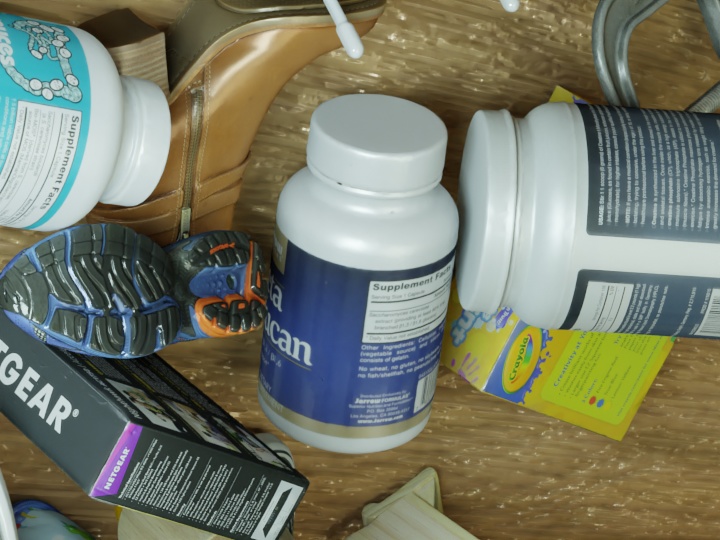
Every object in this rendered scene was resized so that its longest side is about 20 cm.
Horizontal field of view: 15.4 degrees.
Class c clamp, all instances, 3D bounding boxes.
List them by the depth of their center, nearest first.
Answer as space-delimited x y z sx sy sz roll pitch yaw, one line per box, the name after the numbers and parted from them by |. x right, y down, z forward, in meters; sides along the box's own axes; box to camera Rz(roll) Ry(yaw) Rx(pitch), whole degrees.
0.218 -0.128 1.749 0.200 0.027 0.172 -30 110 -48 | c clamp

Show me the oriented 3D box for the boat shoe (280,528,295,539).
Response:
-0.094 0.151 1.660 0.063 0.073 0.200 -36 111 0 | boat shoe

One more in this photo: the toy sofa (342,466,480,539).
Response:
0.080 0.228 1.800 0.097 0.200 0.083 -36 136 -27 | toy sofa

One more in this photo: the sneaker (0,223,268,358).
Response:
-0.133 0.018 1.473 0.200 0.078 0.076 5 73 -56 | sneaker

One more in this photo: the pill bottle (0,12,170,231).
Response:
-0.201 -0.081 1.394 0.199 0.111 0.111 8 111 -35 | pill bottle

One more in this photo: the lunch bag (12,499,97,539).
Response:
-0.213 0.255 1.643 0.200 0.082 0.161 -52 136 -6 | lunch bag

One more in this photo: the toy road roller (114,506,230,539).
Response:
-0.116 0.231 1.575 0.145 0.123 0.201 -26 125 -25 | toy road roller

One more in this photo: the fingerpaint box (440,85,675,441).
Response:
0.154 -0.003 1.804 0.166 0.073 0.201 20 100 -47 | fingerpaint box

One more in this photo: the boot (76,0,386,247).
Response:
-0.075 -0.085 1.544 0.199 0.077 0.156 -21 127 -27 | boot

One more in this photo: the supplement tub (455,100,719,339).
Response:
0.165 -0.031 1.639 0.199 0.141 0.141 4 119 -7 | supplement tub

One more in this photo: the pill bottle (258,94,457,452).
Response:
0.000 0.000 1.632 0.111 0.111 0.201 -14 125 -34 | pill bottle

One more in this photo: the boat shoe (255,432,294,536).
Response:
-0.070 0.205 1.748 0.073 0.068 0.200 -3 118 -40 | boat shoe

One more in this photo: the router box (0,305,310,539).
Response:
-0.142 0.075 1.502 0.149 0.200 0.051 24 98 -46 | router box

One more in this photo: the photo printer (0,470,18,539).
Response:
-0.273 0.140 1.425 0.069 0.199 0.167 -49 142 -54 | photo printer

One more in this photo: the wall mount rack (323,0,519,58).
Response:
0.015 -0.223 1.517 0.199 0.074 0.175 -19 112 -31 | wall mount rack
